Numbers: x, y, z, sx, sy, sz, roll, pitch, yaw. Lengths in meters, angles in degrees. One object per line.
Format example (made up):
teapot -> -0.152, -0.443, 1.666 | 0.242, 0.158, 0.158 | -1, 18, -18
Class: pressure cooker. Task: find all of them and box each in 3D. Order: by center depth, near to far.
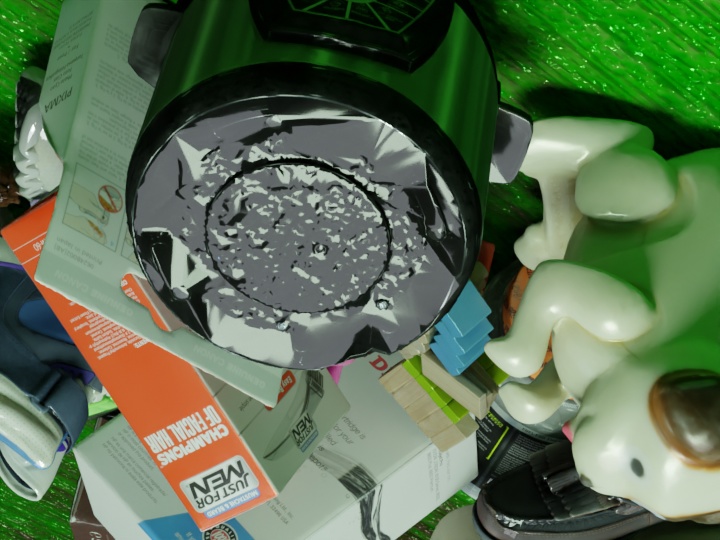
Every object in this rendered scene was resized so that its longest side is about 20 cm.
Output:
pressure cooker -> -0.021, -0.071, 1.192 | 0.179, 0.200, 0.176 | -23, 119, 22

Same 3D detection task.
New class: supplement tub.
supplement tub -> 0.116, 0.064, 1.471 | 0.123, 0.123, 0.200 | 16, 156, -3

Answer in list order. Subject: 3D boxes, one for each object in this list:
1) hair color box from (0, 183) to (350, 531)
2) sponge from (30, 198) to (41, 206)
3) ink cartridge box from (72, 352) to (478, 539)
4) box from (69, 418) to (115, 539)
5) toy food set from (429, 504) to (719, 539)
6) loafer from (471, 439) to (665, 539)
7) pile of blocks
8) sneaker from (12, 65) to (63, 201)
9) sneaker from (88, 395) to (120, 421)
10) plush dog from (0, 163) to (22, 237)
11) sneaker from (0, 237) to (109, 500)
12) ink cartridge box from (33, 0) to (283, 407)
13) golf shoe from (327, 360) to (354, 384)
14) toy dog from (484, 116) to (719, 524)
hair color box -> -0.099, 0.028, 1.324 | 0.064, 0.111, 0.200 | -28, 100, 31
sponge -> -0.089, -0.022, 1.431 | 0.200, 0.030, 0.112 | -10, 155, -1
ink cartridge box -> -0.048, 0.116, 1.453 | 0.145, 0.200, 0.084 | 44, 158, 29
box -> -0.082, 0.148, 1.700 | 0.200, 0.164, 0.166 | 11, 155, 7
toy food set -> 0.152, 0.177, 1.426 | 0.200, 0.060, 0.144 | -8, -166, -15
loafer -> 0.162, 0.113, 1.381 | 0.200, 0.072, 0.063 | -7, 135, -14
pile of blocks -> 0.058, 0.026, 1.337 | 0.082, 0.062, 0.200 | 39, 156, 24
sneaker -> -0.159, -0.062, 1.431 | 0.081, 0.075, 0.200 | -2, 156, 4
sneaker -> -0.152, 0.071, 1.486 | 0.200, 0.077, 0.084 | -11, 142, -32
plush dog -> -0.250, 0.000, 1.520 | 0.160, 0.200, 0.172 | -30, 154, 7
sneaker -> -0.159, 0.070, 1.382 | 0.200, 0.146, 0.081 | 15, 152, -24
ink cartridge box -> -0.100, -0.039, 1.277 | 0.160, 0.200, 0.047 | 30, 143, -30
golf shoe -> 0.000, 0.000, 1.372 | 0.075, 0.092, 0.200 | 3, 148, -23
toy dog -> 0.160, 0.039, 1.278 | 0.194, 0.200, 0.140 | 1, 148, -2
